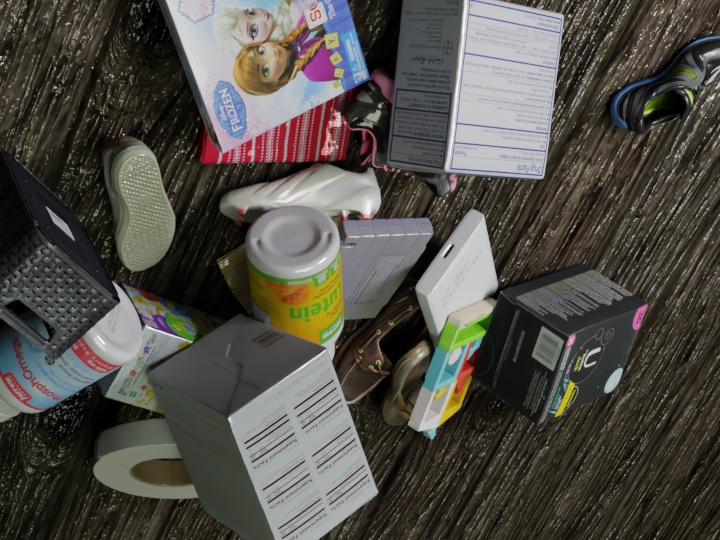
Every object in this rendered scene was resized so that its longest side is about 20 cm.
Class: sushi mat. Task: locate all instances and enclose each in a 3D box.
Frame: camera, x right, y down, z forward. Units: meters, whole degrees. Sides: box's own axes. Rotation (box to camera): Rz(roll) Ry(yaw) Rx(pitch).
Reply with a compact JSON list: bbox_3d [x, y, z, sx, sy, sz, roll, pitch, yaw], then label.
[{"bbox_3d":[-0.081,-0.030,1.646,0.199,0.012,0.096,-32,132,-7],"label":"sushi mat"}]

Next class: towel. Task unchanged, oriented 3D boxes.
[{"bbox_3d":[-0.093,-0.191,1.529,0.198,0.023,0.146,-4,122,-27],"label":"towel"}]

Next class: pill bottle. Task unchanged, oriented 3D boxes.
[{"bbox_3d":[-0.354,0.094,1.484,0.199,0.110,0.109,-29,134,21],"label":"pill bottle"},{"bbox_3d":[-0.075,0.032,1.559,0.110,0.111,0.202,-20,137,-16],"label":"pill bottle"}]

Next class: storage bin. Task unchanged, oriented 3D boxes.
[{"bbox_3d":[-0.349,-0.019,1.380,0.094,0.200,0.135,-40,131,3],"label":"storage bin"}]

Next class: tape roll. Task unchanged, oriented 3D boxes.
[{"bbox_3d":[-0.239,0.240,1.651,0.200,0.038,0.204,-1,151,-1],"label":"tape roll"}]

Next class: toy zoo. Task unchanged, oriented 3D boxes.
[{"bbox_3d":[0.123,0.140,1.776,0.131,0.020,0.202,-18,132,-58],"label":"toy zoo"}]

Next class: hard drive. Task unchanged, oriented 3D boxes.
[{"bbox_3d":[0.130,0.022,1.717,0.133,0.026,0.201,-54,155,-16],"label":"hard drive"}]

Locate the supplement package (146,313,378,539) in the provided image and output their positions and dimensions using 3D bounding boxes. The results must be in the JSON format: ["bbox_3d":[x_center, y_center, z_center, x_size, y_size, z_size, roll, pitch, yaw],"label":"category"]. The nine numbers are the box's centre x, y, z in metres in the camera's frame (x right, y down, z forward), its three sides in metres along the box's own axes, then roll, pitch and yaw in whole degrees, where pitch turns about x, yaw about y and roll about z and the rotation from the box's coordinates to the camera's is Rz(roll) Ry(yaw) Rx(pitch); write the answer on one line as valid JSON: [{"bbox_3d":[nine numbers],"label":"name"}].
[{"bbox_3d":[-0.112,0.187,1.497,0.146,0.190,0.202,-32,118,-27],"label":"supplement package"}]

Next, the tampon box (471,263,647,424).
[{"bbox_3d":[0.280,0.100,1.823,0.199,0.126,0.152,-15,130,-44],"label":"tampon box"}]

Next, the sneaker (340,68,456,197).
[{"bbox_3d":[0.043,-0.150,1.592,0.095,0.079,0.200,-42,127,-2],"label":"sneaker"}]

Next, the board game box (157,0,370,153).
[{"bbox_3d":[-0.105,-0.262,1.439,0.198,0.041,0.202,-29,122,-15],"label":"board game box"}]

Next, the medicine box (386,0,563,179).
[{"bbox_3d":[0.134,-0.213,1.525,0.181,0.102,0.203,0,100,-44],"label":"medicine box"}]

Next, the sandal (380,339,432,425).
[{"bbox_3d":[0.074,0.165,1.789,0.080,0.054,0.201,-41,161,-27],"label":"sandal"}]

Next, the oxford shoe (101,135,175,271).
[{"bbox_3d":[-0.257,-0.078,1.493,0.075,0.058,0.201,-25,144,-21],"label":"oxford shoe"}]

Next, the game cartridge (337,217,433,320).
[{"bbox_3d":[0.000,0.000,1.650,0.128,0.039,0.201,-7,150,-30],"label":"game cartridge"}]

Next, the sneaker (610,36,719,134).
[{"bbox_3d":[0.431,-0.241,1.747,0.198,0.083,0.071,-32,131,-7],"label":"sneaker"}]

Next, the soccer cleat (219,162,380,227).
[{"bbox_3d":[-0.074,-0.092,1.583,0.197,0.079,0.069,-1,162,-12],"label":"soccer cleat"}]

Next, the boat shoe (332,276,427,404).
[{"bbox_3d":[0.028,0.104,1.759,0.070,0.070,0.201,22,109,-38],"label":"boat shoe"}]

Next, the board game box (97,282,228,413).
[{"bbox_3d":[-0.220,0.110,1.601,0.199,0.103,0.106,23,107,-37],"label":"board game box"}]
